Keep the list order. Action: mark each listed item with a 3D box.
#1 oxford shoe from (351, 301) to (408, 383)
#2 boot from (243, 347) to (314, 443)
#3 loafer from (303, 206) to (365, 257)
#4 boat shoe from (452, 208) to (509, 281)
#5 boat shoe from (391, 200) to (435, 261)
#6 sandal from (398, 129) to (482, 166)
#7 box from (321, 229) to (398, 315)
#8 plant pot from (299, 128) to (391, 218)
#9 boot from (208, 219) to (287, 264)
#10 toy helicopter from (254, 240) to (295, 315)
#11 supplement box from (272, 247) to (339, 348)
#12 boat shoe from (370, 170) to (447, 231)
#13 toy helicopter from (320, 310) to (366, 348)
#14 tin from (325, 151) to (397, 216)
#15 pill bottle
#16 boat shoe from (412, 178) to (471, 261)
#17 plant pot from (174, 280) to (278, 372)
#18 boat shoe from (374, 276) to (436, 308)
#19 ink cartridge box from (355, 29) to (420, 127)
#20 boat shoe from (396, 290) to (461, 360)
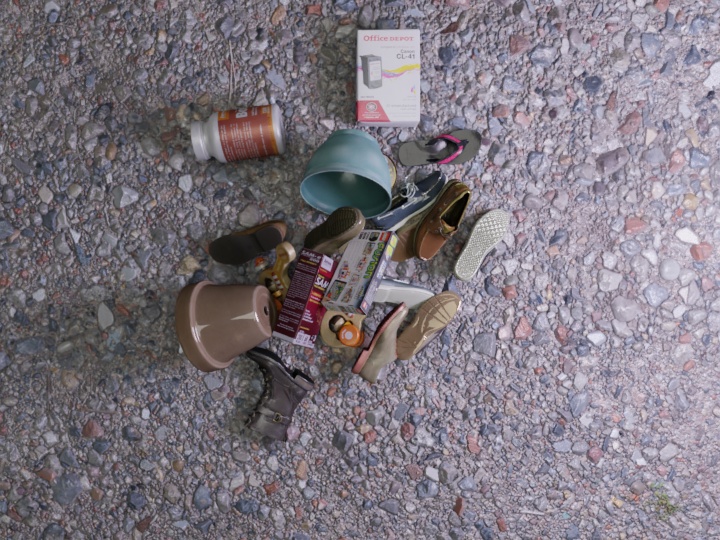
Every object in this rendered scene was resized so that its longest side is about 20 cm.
[{"bbox_3d":[0.060,0.165,1.520,0.074,0.070,0.201,33,100,0],"label":"oxford shoe"},{"bbox_3d":[-0.219,0.291,1.552,0.199,0.069,0.175,34,92,-4],"label":"boot"},{"bbox_3d":[-0.051,-0.083,1.492,0.067,0.199,0.077,19,63,-35],"label":"loafer"},{"bbox_3d":[0.273,-0.058,1.537,0.074,0.062,0.201,34,78,3],"label":"boat shoe"},{"bbox_3d":[0.137,-0.099,1.540,0.199,0.063,0.073,-39,119,5],"label":"boat shoe"},{"bbox_3d":[0.185,-0.277,1.530,0.197,0.045,0.076,-10,93,1],"label":"sandal"},{"bbox_3d":[0.000,0.000,1.477,0.109,0.035,0.202,6,59,35],"label":"box"},{"bbox_3d":[-0.024,-0.218,1.439,0.197,0.201,0.136,8,67,0],"label":"plant pot"},{"bbox_3d":[-0.256,-0.068,1.538,0.197,0.076,0.074,-15,112,19],"label":"boot"},{"bbox_3d":[-0.188,0.000,1.492,0.132,0.201,0.079,44,51,16],"label":"toy helicopter"},{"bbox_3d":[-0.117,0.063,1.471,0.060,0.109,0.203,16,85,22],"label":"supplement box"},{"bbox_3d":[0.109,-0.166,1.521,0.199,0.075,0.062,-37,123,9],"label":"boat shoe"},{"bbox_3d":[-0.046,0.077,1.543,0.130,0.079,0.203,11,84,13],"label":"toy helicopter"},{"bbox_3d":[-0.008,-0.196,1.539,0.198,0.042,0.113,-29,89,2],"label":"tin"},{"bbox_3d":[-0.273,-0.304,1.495,0.197,0.112,0.114,-8,93,0],"label":"pill bottle"},{"bbox_3d":[0.178,-0.104,1.473,0.071,0.068,0.202,15,111,-25],"label":"boat shoe"},{"bbox_3d":[-0.278,0.109,1.457,0.172,0.200,0.203,-13,94,17],"label":"plant pot"},{"bbox_3d":[0.088,0.040,1.529,0.197,0.073,0.062,9,51,-21],"label":"boat shoe"},{"bbox_3d":[0.061,-0.430,1.502,0.145,0.086,0.203,-1,95,0],"label":"ink cartridge box"},{"bbox_3d":[0.156,0.127,1.545,0.072,0.065,0.200,42,95,14],"label":"boat shoe"}]
